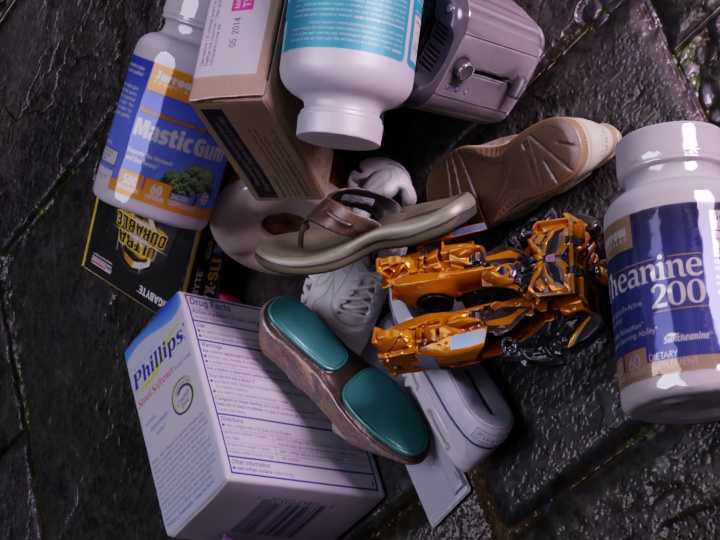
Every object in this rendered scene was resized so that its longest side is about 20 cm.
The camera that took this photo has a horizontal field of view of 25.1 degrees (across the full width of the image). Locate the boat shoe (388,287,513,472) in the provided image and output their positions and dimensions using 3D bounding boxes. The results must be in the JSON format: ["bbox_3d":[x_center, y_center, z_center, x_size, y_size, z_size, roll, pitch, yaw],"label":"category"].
[{"bbox_3d":[0.061,0.081,1.378,0.067,0.073,0.201,-57,38,33],"label":"boat shoe"}]

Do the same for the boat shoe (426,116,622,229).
[{"bbox_3d":[0.132,-0.078,1.354,0.199,0.062,0.074,-15,85,51],"label":"boat shoe"}]

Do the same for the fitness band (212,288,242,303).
[{"bbox_3d":[-0.174,0.110,1.688,0.201,0.037,0.144,-57,44,26],"label":"fitness band"}]

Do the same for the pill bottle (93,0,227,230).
[{"bbox_3d":[-0.162,-0.148,1.464,0.112,0.111,0.202,25,99,50],"label":"pill bottle"}]

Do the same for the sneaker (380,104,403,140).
[{"bbox_3d":[0.008,-0.206,1.540,0.117,0.074,0.202,10,59,11],"label":"sneaker"}]

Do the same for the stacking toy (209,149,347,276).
[{"bbox_3d":[-0.068,-0.110,1.565,0.146,0.145,0.202,-35,40,40],"label":"stacking toy"}]

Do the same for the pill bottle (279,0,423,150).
[{"bbox_3d":[-0.006,-0.202,1.301,0.110,0.110,0.203,0,80,50],"label":"pill bottle"}]

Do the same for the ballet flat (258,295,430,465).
[{"bbox_3d":[-0.017,0.106,1.433,0.200,0.068,0.067,47,141,16],"label":"ballet flat"}]

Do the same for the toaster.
[{"bbox_3d":[0.066,-0.208,1.405,0.200,0.128,0.114,47,115,45],"label":"toaster"}]

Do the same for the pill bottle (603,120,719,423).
[{"bbox_3d":[0.232,0.001,1.162,0.110,0.110,0.203,-22,64,45],"label":"pill bottle"}]

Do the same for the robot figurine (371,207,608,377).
[{"bbox_3d":[0.108,0.017,1.299,0.198,0.058,0.146,-15,53,23],"label":"robot figurine"}]

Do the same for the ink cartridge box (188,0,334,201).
[{"bbox_3d":[-0.072,-0.186,1.401,0.074,0.165,0.202,-1,62,20],"label":"ink cartridge box"}]

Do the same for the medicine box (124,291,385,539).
[{"bbox_3d":[-0.098,0.138,1.471,0.103,0.181,0.202,-44,49,33],"label":"medicine box"}]

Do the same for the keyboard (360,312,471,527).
[{"bbox_3d":[0.045,0.130,1.439,0.056,0.011,0.201,-54,44,34],"label":"keyboard"}]

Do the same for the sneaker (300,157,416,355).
[{"bbox_3d":[0.000,0.000,1.455,0.081,0.074,0.202,-138,64,-68],"label":"sneaker"}]

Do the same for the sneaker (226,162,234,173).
[{"bbox_3d":[-0.121,-0.162,1.674,0.089,0.075,0.201,56,132,38],"label":"sneaker"}]

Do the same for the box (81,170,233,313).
[{"bbox_3d":[-0.210,-0.048,1.694,0.199,0.049,0.162,28,105,47],"label":"box"}]

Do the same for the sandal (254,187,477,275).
[{"bbox_3d":[0.002,-0.045,1.367,0.199,0.080,0.058,-15,106,21],"label":"sandal"}]

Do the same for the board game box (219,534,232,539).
[{"bbox_3d":[-0.106,0.354,1.442,0.201,0.164,0.057,-53,9,26],"label":"board game box"}]
